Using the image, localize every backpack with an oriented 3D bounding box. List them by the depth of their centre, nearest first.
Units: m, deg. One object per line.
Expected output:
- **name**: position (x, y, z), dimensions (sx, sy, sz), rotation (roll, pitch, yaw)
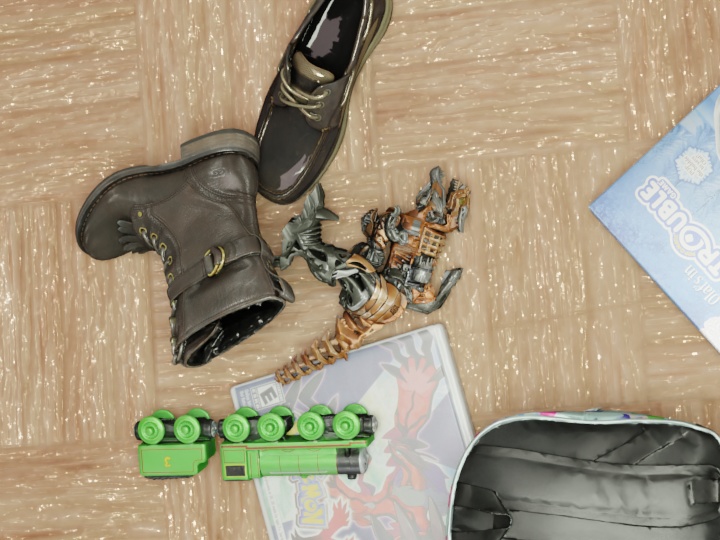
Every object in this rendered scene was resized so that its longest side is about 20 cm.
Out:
- **backpack**: position (0.162, 0.187, 1.181), dimensions (0.198, 0.151, 0.179), rotation (3, 83, 6)

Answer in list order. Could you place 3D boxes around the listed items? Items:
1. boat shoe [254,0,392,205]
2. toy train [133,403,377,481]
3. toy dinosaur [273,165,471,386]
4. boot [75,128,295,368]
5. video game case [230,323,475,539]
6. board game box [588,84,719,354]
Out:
- **boat shoe**: position (-0.041, -0.151, 1.294), dimensions (0.074, 0.073, 0.202), rotation (21, 90, 14)
- **toy train**: position (-0.083, 0.136, 1.277), dimensions (0.198, 0.042, 0.057), rotation (-2, 96, 13)
- **toy dinosaur**: position (0.000, 0.000, 1.267), dimensions (0.135, 0.102, 0.201), rotation (38, 69, -3)
- **boot**: position (-0.142, -0.003, 1.259), dimensions (0.199, 0.069, 0.175), rotation (-28, 53, 28)
- **video game case**: position (0.007, 0.163, 1.285), dimensions (0.181, 0.023, 0.202), rotation (-17, 82, 11)
- **board game box**: position (0.309, -0.040, 1.221), dimensions (0.199, 0.043, 0.200), rotation (-43, 78, 8)
